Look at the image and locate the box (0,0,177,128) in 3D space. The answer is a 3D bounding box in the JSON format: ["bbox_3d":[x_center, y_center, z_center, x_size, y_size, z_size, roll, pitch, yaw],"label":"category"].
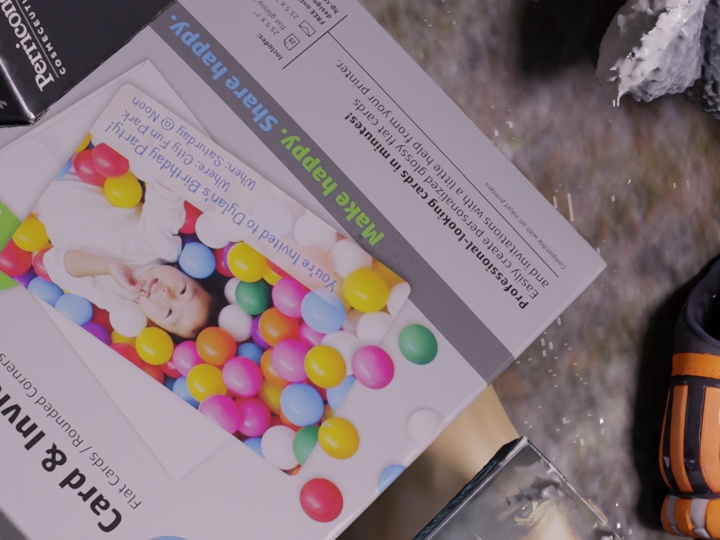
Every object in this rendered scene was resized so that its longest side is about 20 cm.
[{"bbox_3d":[-0.115,-0.158,0.764,0.141,0.079,0.200,-45,118,-38],"label":"box"}]

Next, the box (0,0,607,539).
[{"bbox_3d":[-0.046,0.007,0.796,0.156,0.041,0.200,47,60,2],"label":"box"}]

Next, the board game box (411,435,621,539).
[{"bbox_3d":[0.021,0.164,0.783,0.200,0.028,0.135,-44,92,-17],"label":"board game box"}]

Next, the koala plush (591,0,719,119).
[{"bbox_3d":[0.152,-0.143,0.965,0.177,0.183,0.201,14,91,-41],"label":"koala plush"}]

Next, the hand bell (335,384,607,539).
[{"bbox_3d":[0.000,0.000,0.879,0.104,0.104,0.201,-13,84,-42],"label":"hand bell"}]

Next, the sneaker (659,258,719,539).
[{"bbox_3d":[0.195,0.044,1.045,0.200,0.077,0.113,2,88,-43],"label":"sneaker"}]
